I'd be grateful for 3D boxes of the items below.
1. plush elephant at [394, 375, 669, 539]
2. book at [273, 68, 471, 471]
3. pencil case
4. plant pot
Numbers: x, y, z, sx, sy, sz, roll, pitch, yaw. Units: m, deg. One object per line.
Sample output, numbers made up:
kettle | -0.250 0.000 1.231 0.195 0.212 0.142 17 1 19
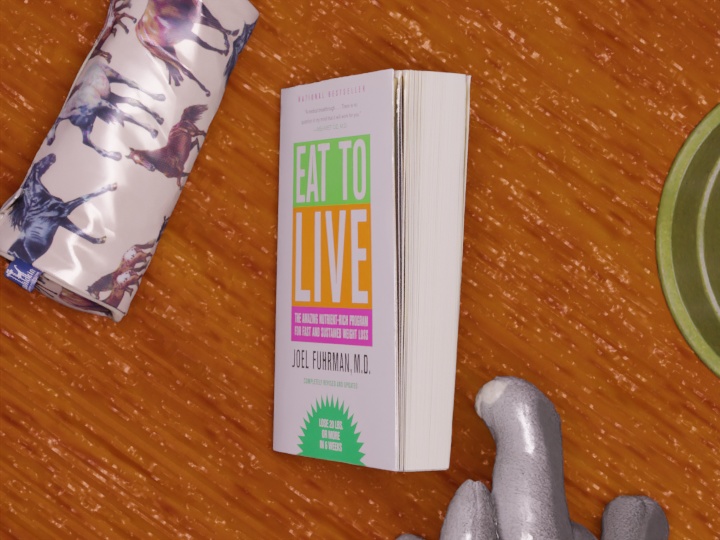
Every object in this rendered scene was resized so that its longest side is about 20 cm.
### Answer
plush elephant | 0.061 0.185 1.038 0.155 0.165 0.200 -17 52 33
book | 0.000 0.000 1.037 0.048 0.134 0.200 1 89 -32
pencil case | -0.129 -0.077 1.056 0.089 0.078 0.200 25 90 -16
plant pot | 0.268 -0.018 1.013 0.200 0.190 0.201 0 89 -2
